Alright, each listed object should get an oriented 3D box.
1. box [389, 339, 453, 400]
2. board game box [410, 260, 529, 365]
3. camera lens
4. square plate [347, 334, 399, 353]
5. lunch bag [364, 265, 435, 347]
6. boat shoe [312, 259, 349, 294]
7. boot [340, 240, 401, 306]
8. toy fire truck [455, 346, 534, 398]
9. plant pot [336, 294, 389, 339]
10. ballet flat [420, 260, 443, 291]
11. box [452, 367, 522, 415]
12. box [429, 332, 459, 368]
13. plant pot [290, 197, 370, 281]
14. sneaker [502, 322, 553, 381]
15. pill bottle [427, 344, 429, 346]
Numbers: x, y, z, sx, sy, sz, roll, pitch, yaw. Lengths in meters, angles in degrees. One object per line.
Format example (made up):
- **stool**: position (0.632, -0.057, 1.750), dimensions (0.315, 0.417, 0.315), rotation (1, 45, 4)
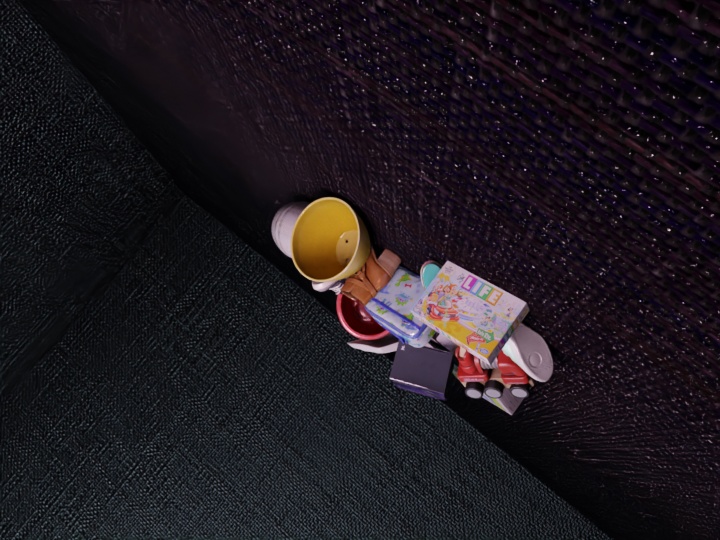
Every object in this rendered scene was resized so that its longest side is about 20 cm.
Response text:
- **box**: position (0.164, 0.264, 1.510), dimensions (0.145, 0.106, 0.200), rotation (13, 166, 14)
- **board game box**: position (0.214, 0.079, 1.147), dimensions (0.199, 0.135, 0.034), rotation (31, 167, 38)
- **camera lens**: position (-0.139, -0.099, 1.574), dimensions (0.160, 0.161, 0.199), rotation (47, 168, -35)
- **square plate**: position (0.089, 0.212, 1.714), dimensions (0.197, 0.197, 0.029), rotation (-4, 96, 61)
- **lunch bag**: position (0.118, 0.090, 1.457), dimensions (0.199, 0.161, 0.083), rotation (32, 168, 39)
- **boat shoe**: position (-0.060, 0.033, 1.561), dimensions (0.074, 0.200, 0.094), rotation (-6, 111, 29)
- **boot**: position (0.000, 0.000, 1.508), dimensions (0.199, 0.156, 0.077), rotation (31, 167, 39)
- **toy fire truck**: position (0.301, 0.190, 1.348), dimensions (0.174, 0.130, 0.201), rotation (-8, 133, 33)
- **plant pot**: position (0.027, 0.110, 1.761), dimensions (0.200, 0.201, 0.183), rotation (38, 174, 5)
- **ballet flat**: position (0.200, 0.062, 1.297), dimensions (0.201, 0.069, 0.071), rotation (55, -159, -6)
- **box**: position (0.361, 0.298, 1.623), dimensions (0.113, 0.102, 0.199), rotation (47, 167, -33)
- **box**: position (0.233, 0.192, 1.543), dimensions (0.200, 0.060, 0.116), rotation (42, 171, -23)
- **plant pot**: position (-0.053, -0.064, 1.421), dimensions (0.199, 0.202, 0.141), rotation (33, -171, 30)
- **sneaker**: position (0.321, 0.152, 1.231), dimensions (0.201, 0.074, 0.118), rotation (50, 163, 1)
- **pill bottle**: position (0.213, 0.278, 2.028), dimensions (0.112, 0.113, 0.200), rotation (39, 169, 3)
